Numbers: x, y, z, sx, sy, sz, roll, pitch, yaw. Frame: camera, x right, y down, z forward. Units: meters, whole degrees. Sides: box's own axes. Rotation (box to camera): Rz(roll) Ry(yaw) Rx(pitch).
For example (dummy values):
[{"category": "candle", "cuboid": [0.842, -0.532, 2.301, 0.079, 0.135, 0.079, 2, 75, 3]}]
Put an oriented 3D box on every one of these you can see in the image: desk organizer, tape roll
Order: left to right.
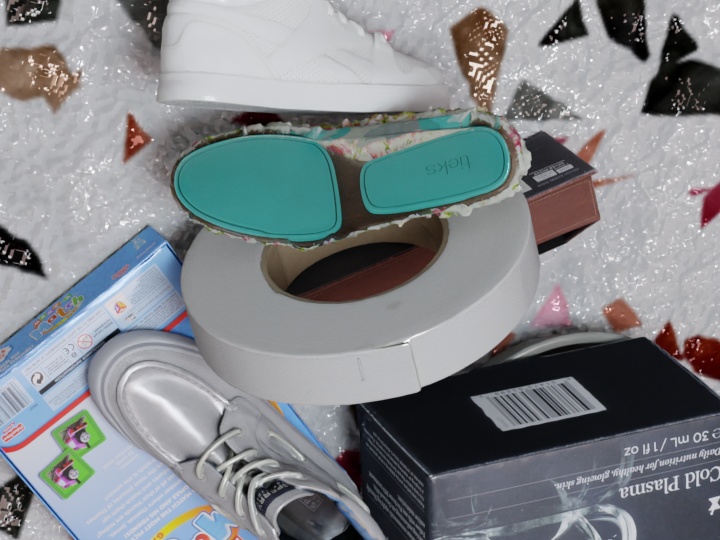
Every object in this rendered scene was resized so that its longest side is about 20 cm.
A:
[{"category": "tape roll", "cuboid": [0.000, 0.000, 1.399, 0.203, 0.203, 0.037, -23, 126, -13]}, {"category": "desk organizer", "cuboid": [0.045, -0.002, 1.494, 0.200, 0.072, 0.077, -23, 119, -13]}]

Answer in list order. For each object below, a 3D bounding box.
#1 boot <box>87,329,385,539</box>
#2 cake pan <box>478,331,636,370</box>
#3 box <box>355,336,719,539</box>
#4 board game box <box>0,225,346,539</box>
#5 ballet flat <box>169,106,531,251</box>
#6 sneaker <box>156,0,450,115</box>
[{"category": "boot", "cuboid": [-0.063, 0.109, 1.434, 0.200, 0.096, 0.074, 35, 93, -30]}, {"category": "cake pan", "cuboid": [0.124, 0.127, 1.594, 0.200, 0.037, 0.201, -8, 112, -20]}, {"category": "box", "cuboid": [0.111, 0.166, 1.514, 0.200, 0.124, 0.197, -11, 115, -18]}, {"category": "board game box", "cuboid": [-0.122, 0.096, 1.480, 0.151, 0.037, 0.200, -39, 118, -6]}, {"category": "ballet flat", "cuboid": [-0.003, -0.051, 1.397, 0.200, 0.064, 0.076, -3, 95, 9]}, {"category": "sneaker", "cuboid": [-0.025, -0.144, 1.407, 0.200, 0.074, 0.116, 2, 88, -43]}]
